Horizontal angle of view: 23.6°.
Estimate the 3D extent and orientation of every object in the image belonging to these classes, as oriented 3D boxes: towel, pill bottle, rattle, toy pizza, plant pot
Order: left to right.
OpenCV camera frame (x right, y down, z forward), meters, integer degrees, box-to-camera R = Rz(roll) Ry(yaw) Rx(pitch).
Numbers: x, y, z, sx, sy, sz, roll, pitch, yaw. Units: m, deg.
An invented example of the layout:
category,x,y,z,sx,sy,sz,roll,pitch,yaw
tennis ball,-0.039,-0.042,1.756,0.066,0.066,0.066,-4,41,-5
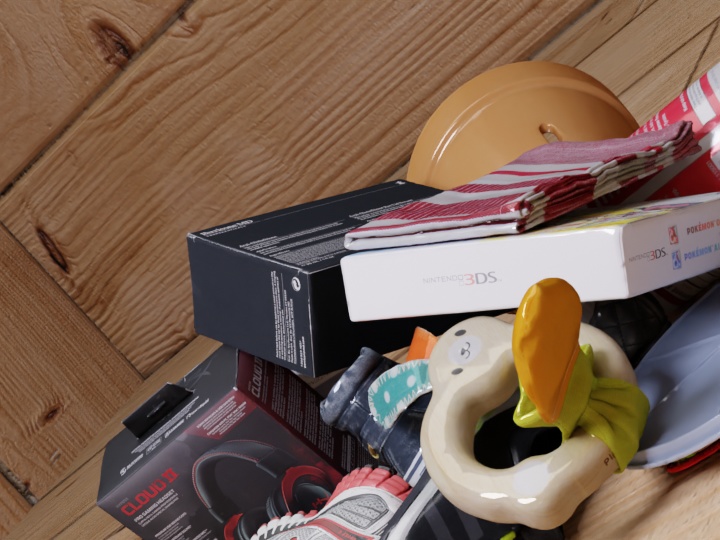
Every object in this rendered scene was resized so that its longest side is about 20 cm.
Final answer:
category,x,y,z,sx,sy,sz,roll,pitch,yaw
rattle,0.050,0.045,0.937,0.131,0.143,0.200,-55,41,2
towel,0.102,-0.053,1.070,0.143,0.023,0.199,-7,12,44
plant pot,0.145,-0.044,1.320,0.200,0.200,0.140,-42,24,6
pill bottle,0.212,-0.044,1.164,0.200,0.112,0.112,-40,7,21
toy pizza,0.216,0.042,0.941,0.200,0.032,0.200,-43,7,7

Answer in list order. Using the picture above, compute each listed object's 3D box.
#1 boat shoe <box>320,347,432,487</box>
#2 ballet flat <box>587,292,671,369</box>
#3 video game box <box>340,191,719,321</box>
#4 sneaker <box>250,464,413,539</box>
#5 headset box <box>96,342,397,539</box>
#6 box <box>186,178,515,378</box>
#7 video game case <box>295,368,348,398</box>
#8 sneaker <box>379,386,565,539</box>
category,x,y,z,sx,sy,sz,roll,pitch,yaw
boat shoe,0.031,0.090,1.138,0.071,0.091,0.200,-55,-6,2
ballet flat,0.126,0.073,1.145,0.200,0.057,0.067,-46,6,34
video game box,0.120,-0.010,1.043,0.199,0.047,0.181,-6,3,40
sneaker,-0.032,0.206,1.169,0.200,0.078,0.082,-47,13,45
headset box,-0.082,0.150,1.243,0.148,0.200,0.075,-39,25,21
box,0.000,0.000,1.204,0.199,0.080,0.141,-16,23,-36
video game case,-0.071,0.154,1.383,0.182,0.023,0.201,-29,-37,-48
sneaker,0.071,0.146,0.971,0.082,0.072,0.201,7,59,36
